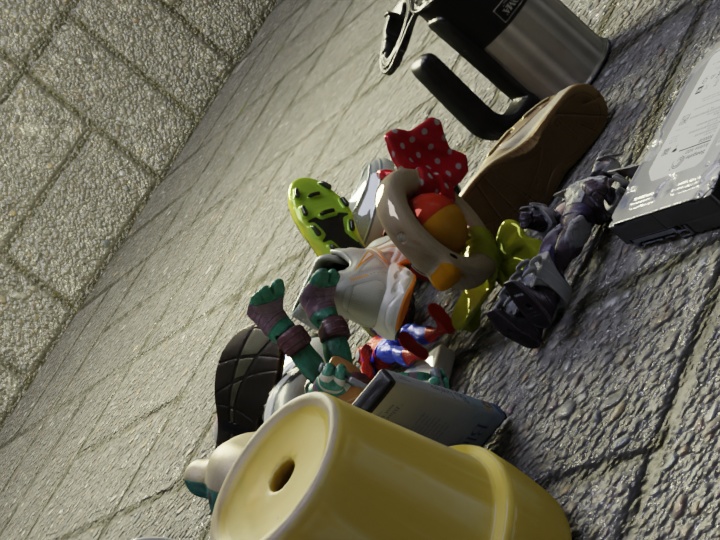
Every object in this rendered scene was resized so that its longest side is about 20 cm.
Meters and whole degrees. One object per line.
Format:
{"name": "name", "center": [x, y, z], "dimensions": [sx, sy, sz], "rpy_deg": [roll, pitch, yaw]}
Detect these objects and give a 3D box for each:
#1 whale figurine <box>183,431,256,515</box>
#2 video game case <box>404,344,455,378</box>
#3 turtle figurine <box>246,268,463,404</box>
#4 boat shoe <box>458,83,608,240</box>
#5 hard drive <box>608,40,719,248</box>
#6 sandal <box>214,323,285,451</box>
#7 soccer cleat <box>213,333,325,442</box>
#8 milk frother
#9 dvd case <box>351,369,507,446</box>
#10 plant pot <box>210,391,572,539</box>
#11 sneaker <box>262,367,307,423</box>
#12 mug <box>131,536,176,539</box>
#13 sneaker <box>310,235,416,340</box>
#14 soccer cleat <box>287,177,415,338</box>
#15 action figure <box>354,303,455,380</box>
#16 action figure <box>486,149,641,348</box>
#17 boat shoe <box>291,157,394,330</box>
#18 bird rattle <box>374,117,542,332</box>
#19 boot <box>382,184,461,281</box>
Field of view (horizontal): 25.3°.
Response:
{"name": "whale figurine", "center": [-0.078, 0.195, 1.418], "dimensions": [0.200, 0.157, 0.105], "rpy_deg": [-173, 80, -75]}
{"name": "video game case", "center": [0.005, 0.179, 1.463], "dimensions": [0.182, 0.024, 0.201], "rpy_deg": [-40, 19, 36]}
{"name": "turtle figurine", "center": [-0.007, 0.094, 1.333], "dimensions": [0.101, 0.201, 0.149], "rpy_deg": [-45, -22, 22]}
{"name": "boat shoe", "center": [0.159, -0.100, 1.571], "dimensions": [0.200, 0.074, 0.069], "rpy_deg": [-44, 12, -6]}
{"name": "hard drive", "center": [0.287, -0.115, 1.285], "dimensions": [0.201, 0.038, 0.139], "rpy_deg": [-59, 16, -21]}
{"name": "sandal", "center": [-0.109, 0.148, 1.687], "dimensions": [0.081, 0.202, 0.054], "rpy_deg": [14, 19, 33]}
{"name": "soccer cleat", "center": [-0.098, 0.148, 1.747], "dimensions": [0.200, 0.070, 0.087], "rpy_deg": [-44, 18, 28]}
{"name": "milk frother", "center": [0.131, -0.244, 1.740], "dimensions": [0.181, 0.188, 0.200], "rpy_deg": [-50, 15, 2]}
{"name": "dvd case", "center": [0.024, 0.148, 1.232], "dimensions": [0.018, 0.200, 0.143], "rpy_deg": [45, 102, 30]}
{"name": "plant pot", "center": [0.010, 0.185, 1.081], "dimensions": [0.200, 0.188, 0.202], "rpy_deg": [-41, 25, 24]}
{"name": "sneaker", "center": [-0.063, 0.179, 1.595], "dimensions": [0.079, 0.074, 0.201], "rpy_deg": [-20, 40, 46]}
{"name": "mug", "center": [-0.224, 0.351, 1.532], "dimensions": [0.187, 0.149, 0.153], "rpy_deg": [-51, 6, -22]}
{"name": "sneaker", "center": [0.000, 0.000, 1.493], "dimensions": [0.200, 0.091, 0.076], "rpy_deg": [-94, 21, -78]}
{"name": "soccer cleat", "center": [-0.019, -0.007, 1.660], "dimensions": [0.064, 0.201, 0.084], "rpy_deg": [-27, -19, -32]}
{"name": "action figure", "center": [0.031, 0.071, 1.556], "dimensions": [0.066, 0.052, 0.200], "rpy_deg": [-48, 3, -20]}
{"name": "action figure", "center": [0.178, -0.034, 1.365], "dimensions": [0.201, 0.069, 0.130], "rpy_deg": [-57, 11, -30]}
{"name": "boat shoe", "center": [-0.021, -0.033, 1.721], "dimensions": [0.070, 0.071, 0.203], "rpy_deg": [172, 117, -77]}
{"name": "bird rattle", "center": [0.076, -0.048, 1.447], "dimensions": [0.112, 0.201, 0.163], "rpy_deg": [-36, -11, 27]}
{"name": "boot", "center": [0.048, -0.011, 1.701], "dimensions": [0.145, 0.072, 0.200], "rpy_deg": [-52, 13, 24]}
